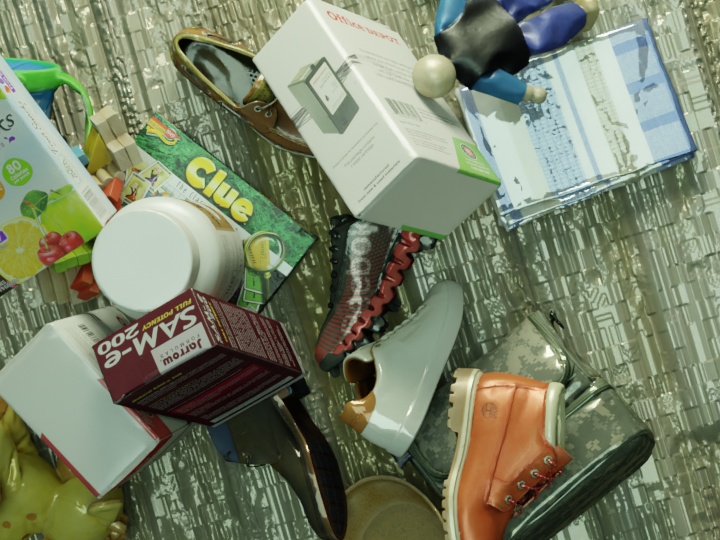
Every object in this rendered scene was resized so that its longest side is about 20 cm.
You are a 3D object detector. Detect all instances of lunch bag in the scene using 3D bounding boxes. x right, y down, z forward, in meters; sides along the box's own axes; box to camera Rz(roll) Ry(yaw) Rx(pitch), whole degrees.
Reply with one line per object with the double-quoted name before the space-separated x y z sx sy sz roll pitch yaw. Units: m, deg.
"lunch bag" 0.145 0.153 1.704 0.200 0.139 0.168 -40 70 4

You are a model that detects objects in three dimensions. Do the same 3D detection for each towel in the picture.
"towel" 0.201 -0.138 1.745 0.200 0.024 0.147 -21 87 4

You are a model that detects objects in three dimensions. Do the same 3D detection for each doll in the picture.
"doll" 0.129 -0.209 1.687 0.200 0.048 0.137 -30 86 -28

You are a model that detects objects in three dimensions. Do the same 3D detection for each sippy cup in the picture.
"sippy cup" -0.353 -0.132 1.753 0.178 0.140 0.130 10 103 31

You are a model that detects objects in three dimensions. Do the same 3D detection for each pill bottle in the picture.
"pill bottle" -0.176 -0.009 1.673 0.114 0.200 0.114 0 90 6

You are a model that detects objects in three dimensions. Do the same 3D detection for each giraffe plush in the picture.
"giraffe plush" -0.298 0.208 1.741 0.162 0.173 0.200 3 100 -2

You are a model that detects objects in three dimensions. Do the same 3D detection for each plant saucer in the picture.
"plant saucer" 0.034 0.290 1.717 0.200 0.035 0.200 -3 85 48

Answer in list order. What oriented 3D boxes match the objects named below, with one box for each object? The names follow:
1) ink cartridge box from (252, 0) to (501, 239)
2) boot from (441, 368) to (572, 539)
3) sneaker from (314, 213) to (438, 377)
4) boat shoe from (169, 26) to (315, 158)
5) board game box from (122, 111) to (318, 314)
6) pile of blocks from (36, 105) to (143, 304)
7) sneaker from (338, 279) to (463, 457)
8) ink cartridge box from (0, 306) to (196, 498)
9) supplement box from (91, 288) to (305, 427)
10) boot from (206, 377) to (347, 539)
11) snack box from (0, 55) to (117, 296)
"ink cartridge box" 0.015 -0.135 1.664 0.084 0.145 0.200 -45 60 22
"boot" 0.127 0.185 1.592 0.107 0.075 0.200 3 78 13
"sneaker" 0.000 0.000 1.743 0.098 0.071 0.201 30 92 4
"boat shoe" -0.093 -0.164 1.750 0.200 0.068 0.072 27 92 4
"board game box" -0.150 -0.052 1.782 0.200 0.023 0.105 38 92 4
"pile of blocks" -0.259 -0.052 1.735 0.082 0.062 0.200 4 111 -30
"sneaker" 0.036 0.072 1.691 0.085 0.200 0.073 26 137 -3
"ink cartridge box" -0.235 0.117 1.704 0.083 0.200 0.147 -44 86 8
"supplement box" -0.140 0.081 1.647 0.109 0.200 0.061 -30 71 13
"boot" -0.082 0.175 1.752 0.097 0.075 0.200 -25 71 15
"snack box" -0.338 -0.089 1.677 0.142 0.053 0.200 -31 104 17
